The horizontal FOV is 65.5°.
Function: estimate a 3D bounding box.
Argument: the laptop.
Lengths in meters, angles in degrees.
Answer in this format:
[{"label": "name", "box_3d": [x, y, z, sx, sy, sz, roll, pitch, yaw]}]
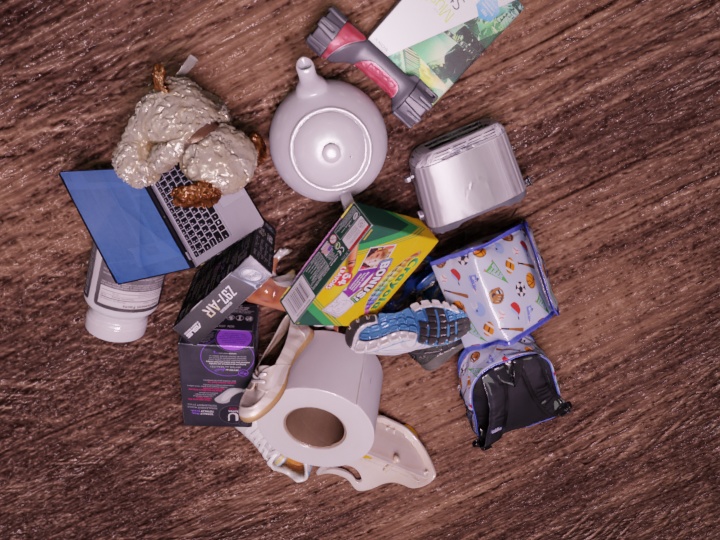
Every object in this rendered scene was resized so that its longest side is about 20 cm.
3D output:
[{"label": "laptop", "box_3d": [-0.279, -0.103, 0.809, 0.200, 0.116, 0.187, -32, 80, 1]}]

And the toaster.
[{"label": "toaster", "box_3d": [0.172, -0.156, 0.892, 0.200, 0.114, 0.129, -22, 111, 5]}]

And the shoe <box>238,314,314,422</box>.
[{"label": "shoe", "box_3d": [-0.142, 0.151, 0.898, 0.070, 0.200, 0.053, -10, 125, 36]}]

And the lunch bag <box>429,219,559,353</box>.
[{"label": "lunch bag", "box_3d": [0.243, 0.018, 0.930, 0.200, 0.124, 0.170, -21, 92, -38]}]

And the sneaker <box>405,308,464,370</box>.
[{"label": "sneaker", "box_3d": [0.154, 0.087, 1.009, 0.199, 0.076, 0.114, -41, 119, 16]}]

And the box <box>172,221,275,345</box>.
[{"label": "box", "box_3d": [-0.204, 0.006, 0.868, 0.160, 0.200, 0.044, -42, 111, 10]}]

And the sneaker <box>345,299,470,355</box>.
[{"label": "sneaker", "box_3d": [0.081, 0.100, 0.915, 0.200, 0.075, 0.087, -9, 156, 16]}]

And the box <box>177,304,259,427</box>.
[{"label": "box", "box_3d": [-0.238, 0.164, 0.960, 0.122, 0.106, 0.200, 4, 125, -8]}]

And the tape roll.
[{"label": "tape roll", "box_3d": [-0.066, 0.223, 0.978, 0.202, 0.139, 0.203, 4, 126, 6]}]

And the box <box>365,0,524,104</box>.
[{"label": "box", "box_3d": [0.124, -0.369, 0.839, 0.144, 0.036, 0.200, 40, 105, -19]}]

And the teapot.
[{"label": "teapot", "box_3d": [-0.045, -0.182, 0.838, 0.200, 0.146, 0.198, 25, 108, -17]}]

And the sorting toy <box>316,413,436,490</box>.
[{"label": "sorting toy", "box_3d": [0.011, 0.376, 1.108, 0.200, 0.107, 0.180, 32, 119, -29]}]

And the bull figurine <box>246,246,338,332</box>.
[{"label": "bull figurine", "box_3d": [-0.101, 0.034, 0.966, 0.200, 0.065, 0.122, 16, 103, -18]}]

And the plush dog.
[{"label": "plush dog", "box_3d": [-0.217, -0.177, 0.767, 0.172, 0.160, 0.200, 42, 60, 0]}]

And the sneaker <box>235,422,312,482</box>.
[{"label": "sneaker", "box_3d": [-0.165, 0.323, 1.070, 0.077, 0.081, 0.200, -43, 109, 13]}]

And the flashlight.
[{"label": "flashlight", "box_3d": [0.015, -0.291, 0.820, 0.200, 0.068, 0.068, 39, 61, -16]}]

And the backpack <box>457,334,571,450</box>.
[{"label": "backpack", "box_3d": [0.266, 0.199, 1.024, 0.200, 0.154, 0.191, -22, 131, -5]}]

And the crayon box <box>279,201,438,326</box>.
[{"label": "crayon box", "box_3d": [0.000, 0.000, 0.864, 0.172, 0.058, 0.200, 8, 128, -50]}]

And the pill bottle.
[{"label": "pill bottle", "box_3d": [-0.373, 0.006, 0.895, 0.116, 0.116, 0.200, 16, 111, -13]}]

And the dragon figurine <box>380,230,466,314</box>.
[{"label": "dragon figurine", "box_3d": [0.122, 0.021, 0.966, 0.200, 0.099, 0.059, -35, 112, 8]}]
